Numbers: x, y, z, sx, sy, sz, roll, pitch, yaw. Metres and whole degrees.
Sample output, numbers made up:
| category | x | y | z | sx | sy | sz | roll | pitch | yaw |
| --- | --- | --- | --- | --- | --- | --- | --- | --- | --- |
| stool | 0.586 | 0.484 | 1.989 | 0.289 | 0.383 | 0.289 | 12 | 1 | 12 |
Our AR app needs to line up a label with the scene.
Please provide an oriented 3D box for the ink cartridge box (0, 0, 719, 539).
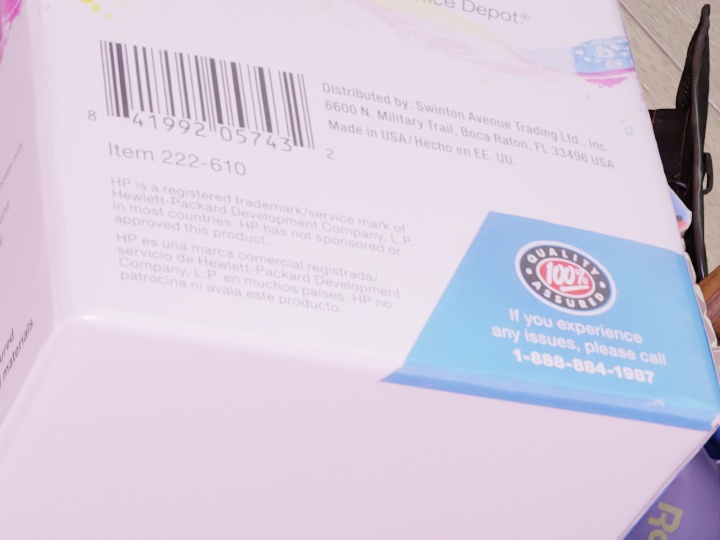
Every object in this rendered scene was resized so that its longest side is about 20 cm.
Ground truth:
| category | x | y | z | sx | sy | sz | roll | pitch | yaw |
| --- | --- | --- | --- | --- | --- | --- | --- | --- | --- |
| ink cartridge box | -0.018 | -0.034 | 0.635 | 0.144 | 0.085 | 0.201 | 10 | 49 | -23 |

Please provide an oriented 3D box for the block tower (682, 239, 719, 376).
| category | x | y | z | sx | sy | sz | roll | pitch | yaw |
| --- | --- | --- | --- | --- | --- | --- | --- | --- | --- |
| block tower | 0.047 | -0.047 | 0.863 | 0.054 | 0.058 | 0.201 | 121 | -44 | -65 |

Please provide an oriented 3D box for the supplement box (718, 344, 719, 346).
| category | x | y | z | sx | sy | sz | roll | pitch | yaw |
| --- | --- | --- | --- | --- | --- | --- | --- | --- | --- |
| supplement box | 0.151 | 0.153 | 0.824 | 0.197 | 0.133 | 0.200 | 40 | 18 | -17 |

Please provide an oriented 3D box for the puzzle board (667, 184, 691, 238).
| category | x | y | z | sx | sy | sz | roll | pitch | yaw |
| --- | --- | --- | --- | --- | --- | --- | --- | --- | --- |
| puzzle board | -0.038 | -0.020 | 0.721 | 0.151 | 0.200 | 0.017 | 52 | -21 | 20 |

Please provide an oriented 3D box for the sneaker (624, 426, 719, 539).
| category | x | y | z | sx | sy | sz | roll | pitch | yaw |
| --- | --- | --- | --- | --- | --- | --- | --- | --- | --- |
| sneaker | 0.058 | 0.113 | 0.663 | 0.074 | 0.082 | 0.201 | 10 | 63 | 2 |

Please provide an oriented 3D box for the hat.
| category | x | y | z | sx | sy | sz | roll | pitch | yaw |
| --- | --- | --- | --- | --- | --- | --- | --- | --- | --- |
| hat | 0.095 | -0.004 | 1.108 | 0.080 | 0.202 | 0.201 | 3 | 20 | 3 |

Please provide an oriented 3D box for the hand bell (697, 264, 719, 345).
| category | x | y | z | sx | sy | sz | roll | pitch | yaw |
| --- | --- | --- | --- | --- | --- | --- | --- | --- | --- |
| hand bell | 0.117 | 0.015 | 0.948 | 0.104 | 0.200 | 0.104 | 41 | 18 | -16 |
